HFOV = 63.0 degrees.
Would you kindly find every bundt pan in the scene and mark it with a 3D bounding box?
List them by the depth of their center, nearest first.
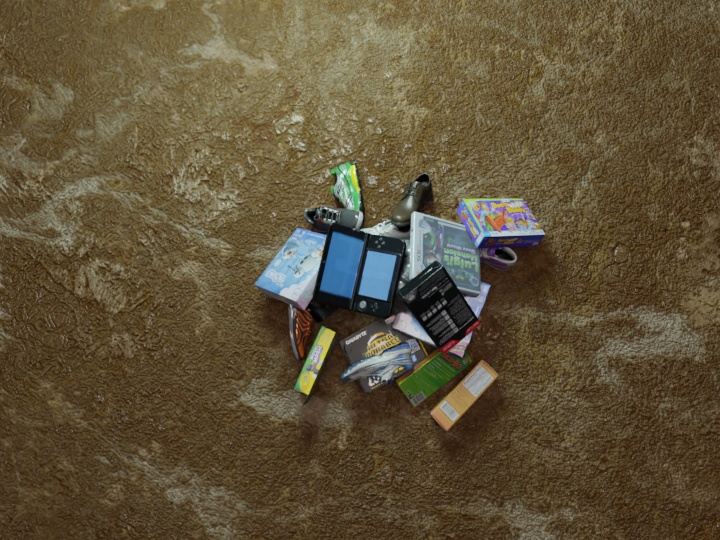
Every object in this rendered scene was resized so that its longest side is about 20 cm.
[{"bbox_3d":[0.095,0.005,1.526,0.075,0.201,0.204,29,83,-35],"label":"bundt pan"}]

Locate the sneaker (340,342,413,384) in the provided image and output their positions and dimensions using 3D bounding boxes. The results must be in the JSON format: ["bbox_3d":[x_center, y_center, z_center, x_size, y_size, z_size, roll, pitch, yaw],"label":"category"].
[{"bbox_3d":[0.047,0.258,1.510,0.197,0.077,0.086,-22,85,-1],"label":"sneaker"}]

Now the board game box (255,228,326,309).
[{"bbox_3d":[-0.156,-0.010,1.533,0.199,0.043,0.200,15,65,47],"label":"board game box"}]

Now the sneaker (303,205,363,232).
[{"bbox_3d":[-0.080,-0.135,1.561,0.198,0.081,0.078,3,74,44],"label":"sneaker"}]

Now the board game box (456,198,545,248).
[{"bbox_3d":[0.368,-0.126,1.544,0.197,0.045,0.136,-4,52,-25],"label":"board game box"}]

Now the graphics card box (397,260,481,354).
[{"bbox_3d":[0.192,0.091,1.425,0.125,0.051,0.201,-38,116,0],"label":"graphics card box"}]

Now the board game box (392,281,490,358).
[{"bbox_3d":[0.210,0.096,1.524,0.196,0.043,0.203,21,82,12],"label":"board game box"}]

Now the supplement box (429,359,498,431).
[{"bbox_3d":[0.271,0.326,1.544,0.200,0.067,0.069,-43,80,-4],"label":"supplement box"}]

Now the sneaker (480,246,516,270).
[{"bbox_3d":[0.323,-0.060,1.572,0.197,0.114,0.074,16,84,5],"label":"sneaker"}]

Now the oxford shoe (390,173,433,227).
[{"bbox_3d":[0.132,-0.192,1.566,0.072,0.085,0.201,15,47,21],"label":"oxford shoe"}]

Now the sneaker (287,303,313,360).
[{"bbox_3d":[-0.136,0.136,1.579,0.110,0.078,0.204,-5,87,-4],"label":"sneaker"}]

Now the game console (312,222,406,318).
[{"bbox_3d":[0.000,0.000,1.443,0.170,0.118,0.203,11,86,31],"label":"game console"}]

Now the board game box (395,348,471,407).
[{"bbox_3d":[0.196,0.266,1.551,0.199,0.030,0.096,-36,118,-1],"label":"board game box"}]

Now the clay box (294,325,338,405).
[{"bbox_3d":[-0.119,0.248,1.544,0.047,0.115,0.202,24,83,6],"label":"clay box"}]

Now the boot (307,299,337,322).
[{"bbox_3d":[-0.088,0.019,1.566,0.199,0.066,0.165,-40,83,-24],"label":"boot"}]

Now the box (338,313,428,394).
[{"bbox_3d":[0.063,0.214,1.576,0.198,0.049,0.161,-27,84,-2],"label":"box"}]

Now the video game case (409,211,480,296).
[{"bbox_3d":[0.216,-0.042,1.483,0.197,0.023,0.185,13,66,-21],"label":"video game case"}]

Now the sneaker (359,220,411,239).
[{"bbox_3d":[0.058,-0.102,1.582,0.197,0.087,0.075,-12,64,-13],"label":"sneaker"}]

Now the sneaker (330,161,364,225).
[{"bbox_3d":[-0.035,-0.198,1.630,0.084,0.078,0.203,-11,73,7],"label":"sneaker"}]
